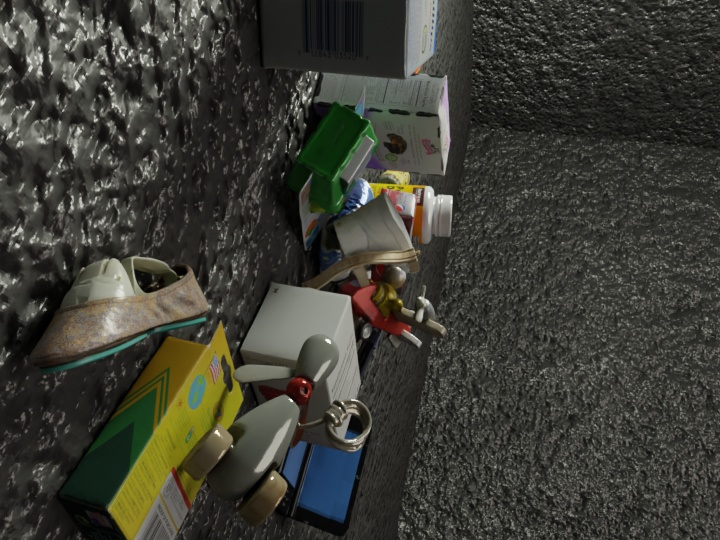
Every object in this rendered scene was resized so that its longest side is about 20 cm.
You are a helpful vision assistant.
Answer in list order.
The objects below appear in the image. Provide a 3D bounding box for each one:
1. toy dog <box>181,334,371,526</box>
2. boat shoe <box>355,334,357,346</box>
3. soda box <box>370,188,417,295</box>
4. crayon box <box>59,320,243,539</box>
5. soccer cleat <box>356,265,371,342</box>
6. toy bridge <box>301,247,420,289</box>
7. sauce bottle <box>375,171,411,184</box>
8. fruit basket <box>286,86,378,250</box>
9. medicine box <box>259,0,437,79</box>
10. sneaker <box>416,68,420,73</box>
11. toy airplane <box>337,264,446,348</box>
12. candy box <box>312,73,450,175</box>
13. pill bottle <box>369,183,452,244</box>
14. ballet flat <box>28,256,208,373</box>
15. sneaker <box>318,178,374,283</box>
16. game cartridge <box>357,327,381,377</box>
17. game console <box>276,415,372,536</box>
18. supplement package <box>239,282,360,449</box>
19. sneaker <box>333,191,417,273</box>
[{"bbox_3d":[-0.094,0.159,0.593,0.197,0.096,0.135,-25,86,-41],"label":"toy dog"},{"bbox_3d":[-0.040,0.137,1.087,0.201,0.070,0.070,78,19,-70],"label":"boat shoe"},{"bbox_3d":[0.058,-0.049,1.082,0.203,0.068,0.064,94,9,-46],"label":"soda box"},{"bbox_3d":[-0.180,0.159,0.551,0.202,0.049,0.130,-66,160,-47],"label":"crayon box"},{"bbox_3d":[-0.011,0.049,1.192,0.075,0.066,0.206,15,91,-39],"label":"soccer cleat"},{"bbox_3d":[0.000,0.000,0.916,0.068,0.194,0.028,64,10,-59],"label":"toy bridge"},{"bbox_3d":[0.083,-0.215,1.399,0.200,0.063,0.067,-55,150,-64],"label":"sauce bottle"},{"bbox_3d":[-0.033,-0.137,0.859,0.188,0.092,0.201,-59,166,-19],"label":"fruit basket"},{"bbox_3d":[-0.006,-0.313,0.730,0.201,0.176,0.106,-59,154,-58],"label":"medicine box"},{"bbox_3d":[0.124,-0.557,1.357,0.078,0.073,0.207,29,68,-71],"label":"sneaker"},{"bbox_3d":[0.051,0.061,1.055,0.199,0.195,0.145,-179,-69,-85],"label":"toy airplane"},{"bbox_3d":[0.041,-0.233,0.933,0.168,0.194,0.074,66,35,-66],"label":"candy box"},{"bbox_3d":[0.080,-0.110,1.142,0.109,0.193,0.113,4,90,-81],"label":"pill bottle"},{"bbox_3d":[-0.186,0.025,0.459,0.200,0.066,0.069,-24,103,-80],"label":"ballet flat"},{"bbox_3d":[-0.021,-0.081,1.012,0.078,0.073,0.205,75,27,-59],"label":"sneaker"},{"bbox_3d":[0.008,0.177,1.230,0.204,0.038,0.130,-68,173,25],"label":"game cartridge"},{"bbox_3d":[-0.062,0.313,0.985,0.172,0.115,0.204,78,24,-56],"label":"game console"},{"bbox_3d":[-0.076,0.137,0.821,0.203,0.118,0.122,83,21,-45],"label":"supplement package"},{"bbox_3d":[0.023,-0.042,0.958,0.201,0.113,0.075,53,17,-53],"label":"sneaker"}]
